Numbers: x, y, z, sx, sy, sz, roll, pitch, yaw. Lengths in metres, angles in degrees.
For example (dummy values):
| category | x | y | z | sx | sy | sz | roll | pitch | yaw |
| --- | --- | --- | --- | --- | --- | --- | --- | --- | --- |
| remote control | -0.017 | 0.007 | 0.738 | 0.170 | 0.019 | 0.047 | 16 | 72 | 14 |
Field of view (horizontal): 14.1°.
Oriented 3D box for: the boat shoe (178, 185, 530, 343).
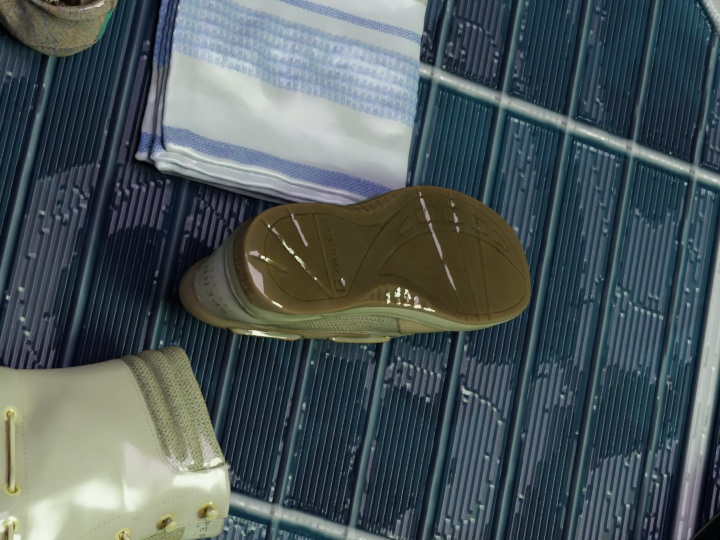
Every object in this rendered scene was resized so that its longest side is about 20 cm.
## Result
| category | x | y | z | sx | sy | sz | roll | pitch | yaw |
| --- | --- | --- | --- | --- | --- | --- | --- | --- | --- |
| boat shoe | 0.000 | 0.000 | 1.420 | 0.200 | 0.064 | 0.072 | 3 | 71 | -43 |

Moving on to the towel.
| category | x | y | z | sx | sy | sz | roll | pitch | yaw |
| --- | --- | --- | --- | --- | --- | --- | --- | --- | --- |
| towel | -0.031 | -0.128 | 1.452 | 0.147 | 0.024 | 0.201 | 15 | 72 | -25 |

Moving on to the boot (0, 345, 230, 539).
| category | x | y | z | sx | sy | sz | roll | pitch | yaw |
| --- | --- | --- | --- | --- | --- | --- | --- | --- | --- |
| boot | -0.131 | 0.135 | 1.318 | 0.155 | 0.073 | 0.201 | -4 | 79 | -30 |

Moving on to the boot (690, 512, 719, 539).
| category | x | y | z | sx | sy | sz | roll | pitch | yaw |
| --- | --- | --- | --- | --- | --- | --- | --- | --- | --- |
| boot | 0.219 | 0.196 | 1.493 | 0.200 | 0.072 | 0.144 | -37 | 98 | -21 |

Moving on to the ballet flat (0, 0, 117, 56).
| category | x | y | z | sx | sy | sz | roll | pitch | yaw |
| --- | --- | --- | --- | --- | --- | --- | --- | --- | --- |
| ballet flat | -0.189 | -0.181 | 1.353 | 0.200 | 0.067 | 0.068 | 38 | 64 | -16 |
